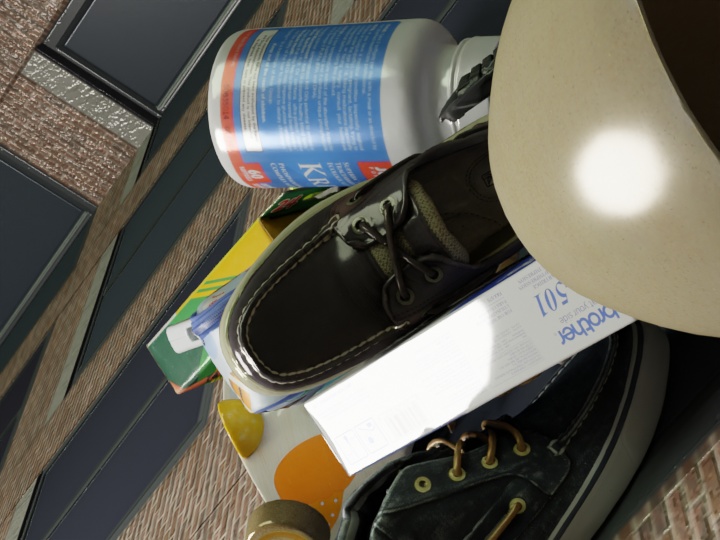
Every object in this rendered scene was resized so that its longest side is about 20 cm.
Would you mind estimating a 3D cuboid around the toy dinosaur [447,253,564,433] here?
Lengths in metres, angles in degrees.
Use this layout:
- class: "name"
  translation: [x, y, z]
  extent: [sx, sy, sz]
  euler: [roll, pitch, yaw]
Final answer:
- class: "toy dinosaur"
  translation: [0.079, 0.034, 0.958]
  extent: [0.106, 0.061, 0.200]
  euler: [-30, 18, 0]

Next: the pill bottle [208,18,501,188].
- class: "pill bottle"
  translation: [0.007, -0.112, 1.189]
  extent: [0.199, 0.112, 0.113]
  euler: [0, 48, 25]

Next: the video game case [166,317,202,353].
- class: "video game case"
  translation: [-0.013, 0.000, 1.140]
  extent: [0.199, 0.022, 0.182]
  euler: [-24, 2, -22]

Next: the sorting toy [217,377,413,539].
- class: "sorting toy"
  translation: [0.012, 0.054, 1.074]
  extent: [0.180, 0.107, 0.200]
  euler: [-36, 18, 8]

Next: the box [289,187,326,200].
- class: "box"
  translation: [-0.001, -0.112, 1.367]
  extent: [0.122, 0.048, 0.200]
  euler: [-31, 8, 6]

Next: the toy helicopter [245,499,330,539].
- class: "toy helicopter"
  translation: [-0.091, 0.187, 1.006]
  extent: [0.200, 0.132, 0.079]
  euler: [-47, 17, 35]

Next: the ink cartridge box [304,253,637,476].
- class: "ink cartridge box"
  translation: [0.068, 0.024, 0.788]
  extent: [0.094, 0.044, 0.200]
  euler: [-33, -1, -44]

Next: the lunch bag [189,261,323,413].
- class: "lunch bag"
  translation: [0.000, 0.000, 0.924]
  extent: [0.160, 0.076, 0.200]
  euler: [-38, 0, 9]

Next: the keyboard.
- class: "keyboard"
  translation: [0.093, -0.124, 0.939]
  extent: [0.127, 0.021, 0.200]
  euler: [-35, 5, 8]

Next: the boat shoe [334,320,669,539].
- class: "boat shoe"
  translation: [0.059, 0.093, 0.790]
  extent: [0.201, 0.091, 0.071]
  euler: [-59, 15, -8]

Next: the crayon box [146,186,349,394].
- class: "crayon box"
  translation: [-0.058, 0.007, 1.315]
  extent: [0.127, 0.051, 0.200]
  euler: [-18, -22, -48]

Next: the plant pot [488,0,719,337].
- class: "plant pot"
  translation: [0.124, -0.057, 0.644]
  extent: [0.134, 0.200, 0.201]
  euler: [-34, 27, 47]

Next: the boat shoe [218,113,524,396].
- class: "boat shoe"
  translation: [0.025, -0.017, 0.781]
  extent: [0.200, 0.072, 0.065]
  euler: [-32, -1, -15]
